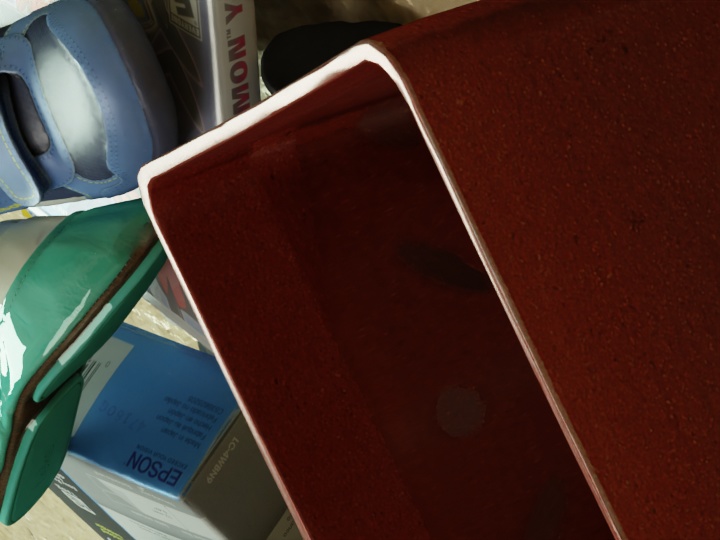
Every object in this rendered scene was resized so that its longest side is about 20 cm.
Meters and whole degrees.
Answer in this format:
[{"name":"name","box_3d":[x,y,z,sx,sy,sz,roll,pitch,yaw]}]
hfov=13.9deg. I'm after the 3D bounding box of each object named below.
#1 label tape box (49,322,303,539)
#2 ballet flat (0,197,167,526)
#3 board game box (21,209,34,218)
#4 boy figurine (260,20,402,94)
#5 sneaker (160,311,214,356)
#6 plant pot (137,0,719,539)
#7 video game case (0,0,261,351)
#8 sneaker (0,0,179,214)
[{"name":"label tape box","box_3d":[-0.056,0.102,1.244,0.143,0.066,0.200,18,156,42]},{"name":"ballet flat","box_3d":[-0.128,0.023,1.098,0.070,0.067,0.200,38,139,5]},{"name":"board game box","box_3d":[-0.124,-0.073,1.256,0.134,0.034,0.201,28,155,36]},{"name":"boy figurine","box_3d":[0.000,0.000,1.072,0.064,0.125,0.200,-6,146,2]},{"name":"sneaker","box_3d":[-0.024,0.021,1.204,0.088,0.081,0.200,31,163,16]},{"name":"plant pot","box_3d":[0.083,0.013,0.785,0.201,0.176,0.200,64,157,-2]},{"name":"video game case","box_3d":[-0.101,-0.082,1.091,0.200,0.023,0.183,34,139,42]},{"name":"sneaker","box_3d":[-0.132,-0.050,1.061,0.200,0.082,0.074,-12,99,59]}]
